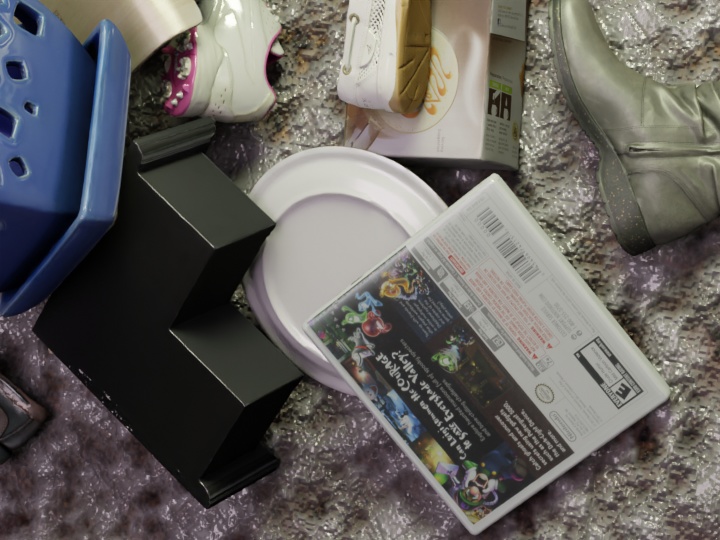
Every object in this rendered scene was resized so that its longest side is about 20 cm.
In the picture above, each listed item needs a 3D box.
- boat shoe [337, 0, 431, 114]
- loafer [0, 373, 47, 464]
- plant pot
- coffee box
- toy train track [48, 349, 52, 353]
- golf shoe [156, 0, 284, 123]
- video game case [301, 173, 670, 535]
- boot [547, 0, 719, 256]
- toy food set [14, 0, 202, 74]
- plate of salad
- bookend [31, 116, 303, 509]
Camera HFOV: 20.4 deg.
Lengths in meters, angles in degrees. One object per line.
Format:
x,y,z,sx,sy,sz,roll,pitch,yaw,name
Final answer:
0.013,-0.212,1.391,0.069,0.071,0.201,7,91,25,boat shoe
-0.331,0.065,1.641,0.063,0.072,0.200,-38,78,-2,loafer
-0.275,-0.086,1.434,0.200,0.179,0.200,-41,41,50,plant pot
0.059,-0.177,1.451,0.114,0.080,0.201,4,89,26,coffee box
-0.234,-0.032,1.609,0.114,0.033,0.201,5,88,26,toy train track
-0.103,-0.201,1.542,0.075,0.091,0.201,-32,49,57,golf shoe
0.088,0.062,1.418,0.182,0.023,0.200,-38,95,19,video game case
0.216,-0.118,1.389,0.130,0.068,0.201,-21,86,18,boot
-0.211,-0.200,1.532,0.200,0.060,0.144,-36,84,45,toy food set
0.000,0.000,1.476,0.200,0.048,0.201,12,118,23,plate of salad
-0.114,0.030,1.475,0.199,0.092,0.200,43,124,16,bookend
